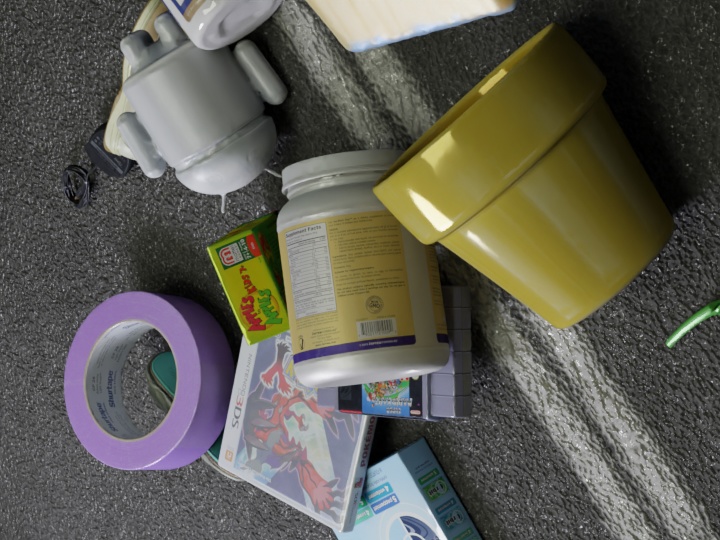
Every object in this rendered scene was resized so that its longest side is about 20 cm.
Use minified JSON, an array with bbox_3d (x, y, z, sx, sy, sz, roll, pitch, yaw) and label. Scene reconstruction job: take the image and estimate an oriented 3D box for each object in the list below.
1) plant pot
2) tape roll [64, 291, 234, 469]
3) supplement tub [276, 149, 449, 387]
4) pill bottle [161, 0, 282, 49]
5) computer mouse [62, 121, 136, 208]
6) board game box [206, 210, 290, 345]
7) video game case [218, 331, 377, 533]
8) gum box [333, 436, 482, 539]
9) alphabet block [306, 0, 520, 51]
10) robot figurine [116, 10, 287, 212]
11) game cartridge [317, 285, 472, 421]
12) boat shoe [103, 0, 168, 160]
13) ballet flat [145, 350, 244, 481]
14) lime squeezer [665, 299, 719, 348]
[{"bbox_3d":[0.143,-0.063,1.331,0.189,0.201,0.201,48,141,-4],"label":"plant pot"},{"bbox_3d":[-0.240,0.125,1.875,0.200,0.066,0.201,-5,81,32],"label":"tape roll"},{"bbox_3d":[0.000,0.000,1.519,0.145,0.145,0.200,-17,78,51],"label":"supplement tub"},{"bbox_3d":[-0.166,-0.319,1.581,0.200,0.111,0.111,54,140,11],"label":"pill bottle"},{"bbox_3d":[-0.297,-0.123,1.905,0.059,0.034,0.200,47,146,-6],"label":"computer mouse"},{"bbox_3d":[-0.095,0.004,1.631,0.048,0.200,0.102,-23,95,7],"label":"board game box"},{"bbox_3d":[-0.065,0.156,1.754,0.200,0.023,0.183,21,105,40],"label":"video game case"},{"bbox_3d":[0.056,0.292,1.728,0.170,0.045,0.200,-35,84,50],"label":"gum box"},{"bbox_3d":[0.033,-0.312,1.251,0.196,0.196,0.200,-8,133,48],"label":"alphabet block"},{"bbox_3d":[-0.158,-0.160,1.648,0.169,0.113,0.200,-28,100,14],"label":"robot figurine"},{"bbox_3d":[0.028,0.079,1.619,0.200,0.038,0.130,-1,86,48],"label":"game cartridge"},{"bbox_3d":[-0.212,-0.202,1.737,0.066,0.074,0.200,25,124,7],"label":"boat shoe"},{"bbox_3d":[-0.179,0.175,1.914,0.200,0.067,0.064,48,152,25],"label":"ballet flat"},{"bbox_3d":[0.315,0.032,1.315,0.200,0.038,0.071,-1,141,47],"label":"lime squeezer"}]
